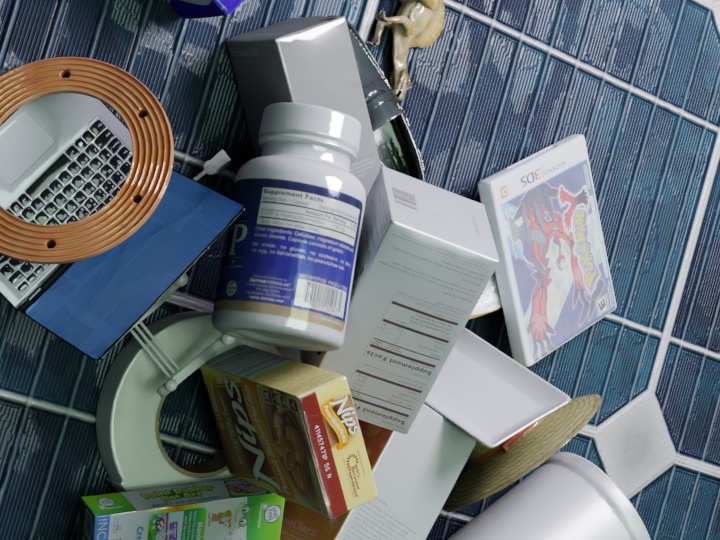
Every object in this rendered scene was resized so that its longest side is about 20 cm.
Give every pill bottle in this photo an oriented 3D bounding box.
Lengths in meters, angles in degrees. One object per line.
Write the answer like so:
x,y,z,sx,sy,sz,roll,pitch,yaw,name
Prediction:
-0.058,-0.038,1.531,0.119,0.119,0.202,15,79,-32,pill bottle

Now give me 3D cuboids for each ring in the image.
-0.259,-0.095,1.503,0.201,0.200,0.019,-49,161,-18,ring

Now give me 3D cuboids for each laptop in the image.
-0.242,-0.055,1.499,0.200,0.116,0.187,46,72,-9,laptop

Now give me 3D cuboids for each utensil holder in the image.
0.178,0.312,1.808,0.199,0.170,0.171,-32,111,-23,utensil holder

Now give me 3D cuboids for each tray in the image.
0.105,0.113,1.728,0.107,0.200,0.022,-27,129,-26,tray

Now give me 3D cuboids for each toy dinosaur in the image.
0.060,-0.273,1.746,0.101,0.058,0.201,36,83,-45,toy dinosaur

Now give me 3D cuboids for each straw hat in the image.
0.140,0.153,1.770,0.201,0.201,0.085,-38,93,-23,straw hat

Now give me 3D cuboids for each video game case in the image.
0.201,-0.023,1.839,0.182,0.023,0.202,-27,110,-46,video game case

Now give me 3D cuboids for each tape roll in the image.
-0.155,0.140,1.654,0.201,0.037,0.205,-4,97,-33,tape roll

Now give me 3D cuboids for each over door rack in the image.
-0.149,-0.003,1.595,0.200,0.067,0.148,-40,92,-21,over door rack

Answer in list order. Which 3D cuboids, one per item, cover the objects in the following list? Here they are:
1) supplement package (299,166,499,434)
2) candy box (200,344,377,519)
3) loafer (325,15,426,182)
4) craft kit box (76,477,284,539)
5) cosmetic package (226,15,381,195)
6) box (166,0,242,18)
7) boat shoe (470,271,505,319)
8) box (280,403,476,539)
0.031,0.029,1.602,0.109,0.114,0.201,20,115,-15,supplement package
-0.068,0.142,1.569,0.055,0.199,0.116,-22,106,-27,candy box
0.013,-0.157,1.708,0.068,0.070,0.202,-34,112,-25,loafer
-0.173,0.298,1.630,0.196,0.048,0.202,-2,110,-29,craft kit box
-0.048,-0.135,1.652,0.090,0.107,0.202,-25,106,-28,cosmetic package
-0.146,-0.361,1.566,0.184,0.105,0.200,-51,119,-17,box
0.064,0.025,1.764,0.199,0.070,0.070,-20,105,-39,boat shoe
0.004,0.222,1.711,0.097,0.124,0.201,36,76,-29,box
